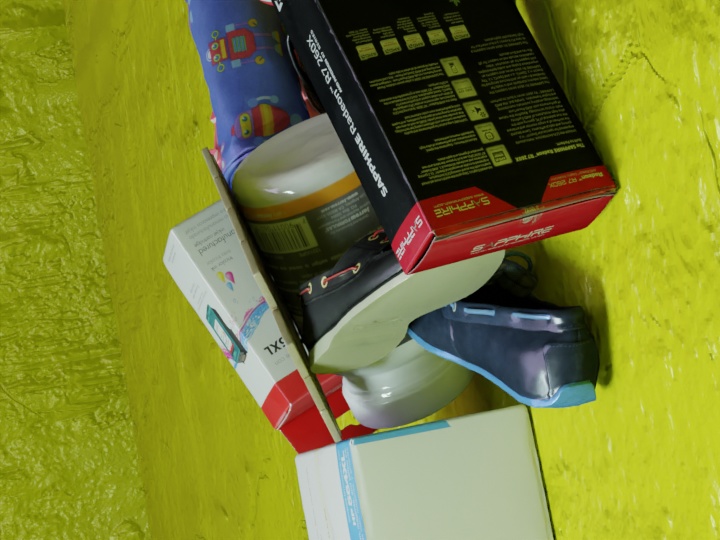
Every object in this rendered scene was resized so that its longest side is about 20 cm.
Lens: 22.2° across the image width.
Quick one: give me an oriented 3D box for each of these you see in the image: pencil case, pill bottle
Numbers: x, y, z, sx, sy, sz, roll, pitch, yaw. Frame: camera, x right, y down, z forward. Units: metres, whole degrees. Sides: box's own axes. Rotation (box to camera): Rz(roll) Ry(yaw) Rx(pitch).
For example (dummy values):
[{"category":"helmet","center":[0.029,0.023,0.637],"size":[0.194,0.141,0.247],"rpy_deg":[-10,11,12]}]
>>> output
[{"category":"pencil case","center":[-0.081,-0.146,1.357],"size":[0.087,0.077,0.201],"rpy_deg":[57,-163,-63]},{"category":"pill bottle","center":[0.000,0.000,1.260],"size":[0.201,0.116,0.116],"rpy_deg":[65,171,-22]}]

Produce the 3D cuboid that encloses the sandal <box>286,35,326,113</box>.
[{"category":"sandal","center":[-0.025,-0.149,1.305],"size":[0.076,0.043,0.201],"rpy_deg":[18,152,41]}]

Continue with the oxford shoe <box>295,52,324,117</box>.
[{"category":"oxford shoe","center":[-0.021,-0.218,1.415],"size":[0.072,0.071,0.202],"rpy_deg":[-19,78,48]}]

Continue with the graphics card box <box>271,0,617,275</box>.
[{"category":"graphics card box","center":[0.043,-0.102,1.030],"size":[0.201,0.125,0.051],"rpy_deg":[64,151,21]}]

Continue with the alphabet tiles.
[{"category":"alphabet tiles","center":[-0.059,0.016,1.224],"size":[0.201,0.006,0.167],"rpy_deg":[-116,2,-46]}]

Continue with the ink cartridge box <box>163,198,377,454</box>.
[{"category":"ink cartridge box","center":[-0.045,0.033,1.367],"size":[0.201,0.116,0.067],"rpy_deg":[54,158,10]}]

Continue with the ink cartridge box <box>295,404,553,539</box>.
[{"category":"ink cartridge box","center":[0.038,0.172,1.271],"size":[0.200,0.127,0.126],"rpy_deg":[151,109,-73]}]

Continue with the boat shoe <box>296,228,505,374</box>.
[{"category":"boat shoe","center":[0.017,0.003,1.102],"size":[0.201,0.073,0.064],"rpy_deg":[-38,60,57]}]

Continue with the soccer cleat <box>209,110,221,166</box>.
[{"category":"soccer cleat","center":[-0.065,-0.150,1.453],"size":[0.066,0.076,0.202],"rpy_deg":[-10,62,42]}]

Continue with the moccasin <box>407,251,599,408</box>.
[{"category":"moccasin","center":[0.089,0.023,1.126],"size":[0.200,0.080,0.069],"rpy_deg":[25,120,55]}]

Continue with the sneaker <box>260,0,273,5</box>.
[{"category":"sneaker","center":[-0.034,-0.225,1.163],"size":[0.200,0.112,0.072],"rpy_deg":[57,137,45]}]
